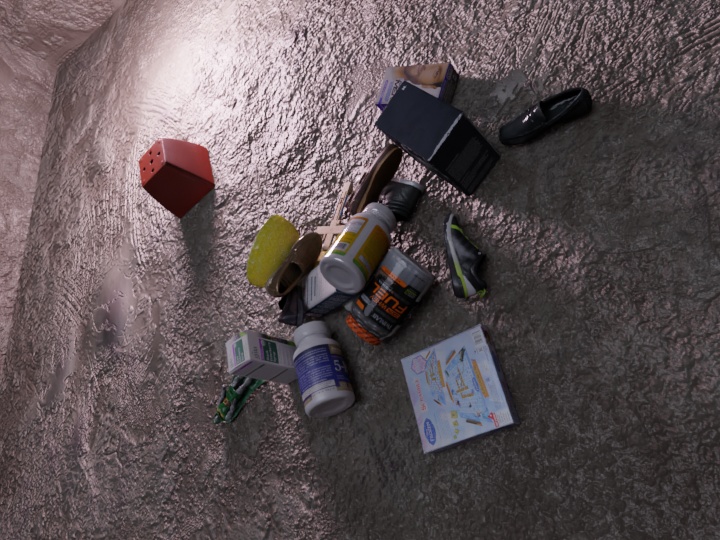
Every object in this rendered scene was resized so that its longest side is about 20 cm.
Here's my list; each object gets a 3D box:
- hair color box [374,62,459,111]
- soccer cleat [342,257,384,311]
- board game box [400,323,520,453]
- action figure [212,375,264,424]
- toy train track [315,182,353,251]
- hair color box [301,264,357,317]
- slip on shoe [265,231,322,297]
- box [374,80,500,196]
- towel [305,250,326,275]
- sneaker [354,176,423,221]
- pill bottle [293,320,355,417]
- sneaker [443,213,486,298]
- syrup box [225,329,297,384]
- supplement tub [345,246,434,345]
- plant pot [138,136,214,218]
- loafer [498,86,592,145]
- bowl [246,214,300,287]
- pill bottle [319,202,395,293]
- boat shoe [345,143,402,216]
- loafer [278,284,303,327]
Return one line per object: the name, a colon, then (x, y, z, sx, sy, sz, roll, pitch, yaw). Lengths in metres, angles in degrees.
hair color box: (0.141, -0.460, 1.358, 0.198, 0.065, 0.111, 13, 81, 38)
soccer cleat: (0.000, 0.000, 1.297, 0.077, 0.069, 0.203, 19, 88, 44)
board game box: (0.194, 0.240, 1.074, 0.198, 0.041, 0.202, -28, 59, 27)
action figure: (-0.345, 0.339, 1.449, 0.118, 0.054, 0.201, 40, 104, 37)
toy train track: (-0.055, -0.139, 1.412, 0.114, 0.032, 0.203, 2, 67, 41)
hair color box: (-0.080, 0.039, 1.297, 0.200, 0.060, 0.102, -33, 52, 54)
slip on shoe: (-0.158, -0.015, 1.332, 0.200, 0.076, 0.060, -48, 24, -19)
box: (0.172, -0.291, 1.185, 0.125, 0.196, 0.200, -53, 50, 9)
towel: (-0.073, -0.035, 1.366, 0.198, 0.018, 0.087, -21, 31, 33)
sneaker: (0.053, -0.176, 1.314, 0.198, 0.071, 0.100, 14, 77, 36)
pill bottle: (-0.094, 0.228, 1.249, 0.119, 0.119, 0.202, -34, 57, 23)
sneaker: (0.228, -0.031, 1.146, 0.082, 0.072, 0.203, -10, 67, 8)
syrup box: (-0.228, 0.215, 1.305, 0.081, 0.199, 0.080, -32, 56, 24)
supplement tub: (0.062, 0.060, 1.189, 0.201, 0.122, 0.122, -54, 50, 9)
plant pot: (-0.652, -0.341, 1.852, 0.199, 0.176, 0.202, -35, 56, 22)
loafer: (0.380, -0.327, 1.119, 0.199, 0.070, 0.069, -20, 62, 31)
bowl: (-0.207, -0.036, 1.413, 0.106, 0.200, 0.203, 22, 87, 10)
pill bottle: (0.002, -0.056, 1.191, 0.110, 0.112, 0.201, 3, 47, 38)
boat shoe: (0.025, -0.215, 1.259, 0.070, 0.070, 0.201, 46, 115, 31)
loafer: (-0.183, 0.084, 1.351, 0.200, 0.062, 0.073, -123, 38, -68)
